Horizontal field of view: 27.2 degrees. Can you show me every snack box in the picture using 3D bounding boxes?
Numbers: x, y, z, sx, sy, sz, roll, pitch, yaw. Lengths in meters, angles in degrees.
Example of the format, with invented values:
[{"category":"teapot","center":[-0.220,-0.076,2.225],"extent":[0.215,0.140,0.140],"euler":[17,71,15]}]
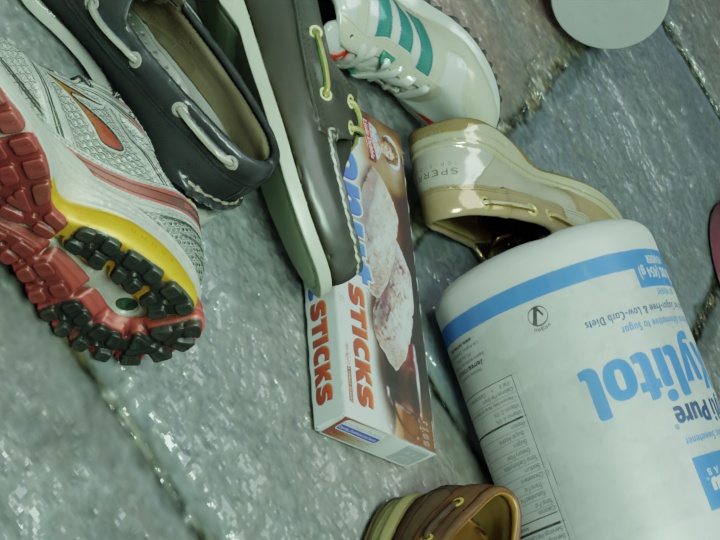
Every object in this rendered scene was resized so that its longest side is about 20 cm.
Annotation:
[{"category":"snack box","center":[0.000,0.000,0.787],"extent":[0.072,0.024,0.201],"euler":[27,47,-42]}]

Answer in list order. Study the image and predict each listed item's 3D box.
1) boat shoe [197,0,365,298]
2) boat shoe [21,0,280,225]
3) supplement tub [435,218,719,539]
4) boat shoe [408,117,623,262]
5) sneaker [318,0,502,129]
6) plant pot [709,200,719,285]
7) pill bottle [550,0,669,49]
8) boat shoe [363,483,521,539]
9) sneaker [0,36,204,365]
[{"category":"boat shoe","center":[-0.030,-0.087,0.751],"extent":[0.060,0.072,0.203],"euler":[-15,74,-14]},{"category":"boat shoe","center":[-0.106,-0.118,0.690],"extent":[0.074,0.060,0.201],"euler":[-29,91,-56]},{"category":"supplement tub","center":[0.130,0.086,0.809],"extent":[0.131,0.131,0.201],"euler":[0,66,-55]},{"category":"boat shoe","center":[0.097,-0.024,0.910],"extent":[0.199,0.073,0.070],"euler":[24,60,-43]},{"category":"sneaker","center":[0.000,-0.132,0.863],"extent":[0.200,0.070,0.094],"euler":[51,52,-21]},{"category":"plant pot","center":[0.417,-0.007,1.241],"extent":[0.199,0.178,0.201],"euler":[33,43,-36]},{"category":"pill bottle","center":[0.207,-0.269,1.202],"extent":[0.110,0.109,0.201],"euler":[45,36,-24]},{"category":"boat shoe","center":[0.028,0.168,0.662],"extent":[0.072,0.067,0.201],"euler":[49,35,-20]},{"category":"sneaker","center":[-0.136,-0.047,0.596],"extent":[0.200,0.077,0.083],"euler":[50,29,-36]}]
